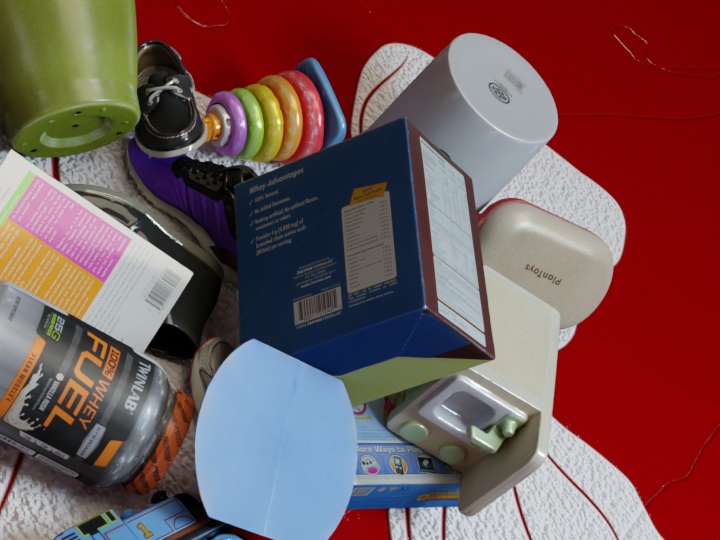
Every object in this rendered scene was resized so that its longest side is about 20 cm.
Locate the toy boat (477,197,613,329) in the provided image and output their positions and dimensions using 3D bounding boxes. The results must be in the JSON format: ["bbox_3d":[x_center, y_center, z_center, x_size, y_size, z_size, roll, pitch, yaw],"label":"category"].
[{"bbox_3d":[0.199,-0.017,1.835,0.199,0.131,0.131,23,15,-25],"label":"toy boat"}]

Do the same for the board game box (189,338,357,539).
[{"bbox_3d":[-0.083,0.154,1.359,0.200,0.039,0.159,29,65,-43],"label":"board game box"}]

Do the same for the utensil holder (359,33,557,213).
[{"bbox_3d":[0.106,-0.150,1.783,0.169,0.200,0.171,23,45,-25],"label":"utensil holder"}]

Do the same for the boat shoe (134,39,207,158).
[{"bbox_3d":[-0.202,-0.178,1.589,0.073,0.061,0.200,-11,31,-4],"label":"boat shoe"}]

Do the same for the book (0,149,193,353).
[{"bbox_3d":[-0.268,0.001,1.395,0.200,0.048,0.134,36,74,-13],"label":"book"}]

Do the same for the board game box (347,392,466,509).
[{"bbox_3d":[0.027,0.142,1.578,0.199,0.056,0.197,6,53,-38],"label":"board game box"}]

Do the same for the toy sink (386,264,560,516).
[{"bbox_3d":[0.109,0.117,1.526,0.112,0.130,0.201,31,43,-17],"label":"toy sink"}]

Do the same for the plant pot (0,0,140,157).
[{"bbox_3d":[-0.299,-0.222,1.516,0.200,0.200,0.194,-5,72,-43],"label":"plant pot"}]

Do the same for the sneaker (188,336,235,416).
[{"bbox_3d":[-0.086,0.145,1.453,0.078,0.082,0.200,-23,75,-49],"label":"sneaker"}]

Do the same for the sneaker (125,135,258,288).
[{"bbox_3d":[-0.149,-0.083,1.578,0.200,0.100,0.070,45,39,5],"label":"sneaker"}]

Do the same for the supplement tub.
[{"bbox_3d":[-0.250,0.105,1.315,0.199,0.123,0.123,30,42,-18],"label":"supplement tub"}]

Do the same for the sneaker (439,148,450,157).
[{"bbox_3d":[0.069,-0.053,1.636,0.075,0.079,0.201,18,36,-15],"label":"sneaker"}]

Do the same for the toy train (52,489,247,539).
[{"bbox_3d":[-0.175,0.248,1.290,0.114,0.087,0.200,48,36,16],"label":"toy train"}]

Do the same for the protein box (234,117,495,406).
[{"bbox_3d":[0.000,0.000,1.445,0.135,0.198,0.201,37,41,-49],"label":"protein box"}]

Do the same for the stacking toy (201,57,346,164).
[{"bbox_3d":[-0.127,-0.158,1.674,0.199,0.116,0.110,-11,65,-35],"label":"stacking toy"}]

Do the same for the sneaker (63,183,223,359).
[{"bbox_3d":[-0.222,0.000,1.467,0.199,0.075,0.107,29,43,-21],"label":"sneaker"}]
